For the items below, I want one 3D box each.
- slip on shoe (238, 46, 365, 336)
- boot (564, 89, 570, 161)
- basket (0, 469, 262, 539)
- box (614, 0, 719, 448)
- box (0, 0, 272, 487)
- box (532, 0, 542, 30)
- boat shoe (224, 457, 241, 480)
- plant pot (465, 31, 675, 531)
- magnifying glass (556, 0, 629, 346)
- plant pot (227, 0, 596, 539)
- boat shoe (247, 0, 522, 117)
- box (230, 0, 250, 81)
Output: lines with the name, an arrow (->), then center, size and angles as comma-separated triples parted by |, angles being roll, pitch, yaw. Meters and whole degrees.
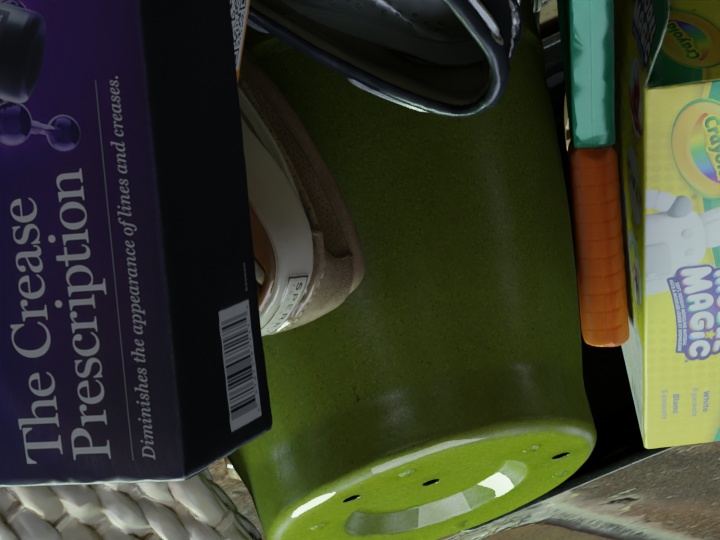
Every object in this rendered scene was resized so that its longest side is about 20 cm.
slip on shoe -> -0.067, -0.065, 0.792 | 0.060, 0.200, 0.076 | -11, 147, -49
boot -> 0.116, -0.137, 0.955 | 0.074, 0.108, 0.201 | 6, 133, 0
basket -> -0.153, 0.116, 0.866 | 0.198, 0.160, 0.200 | -46, 132, -15
box -> 0.121, -0.045, 0.887 | 0.048, 0.118, 0.201 | -7, 129, 1
box -> -0.111, -0.042, 0.666 | 0.140, 0.202, 0.079 | -4, -174, 19
box -> -0.026, -0.116, 0.911 | 0.198, 0.050, 0.160 | -17, 158, -3
boat shoe -> -0.074, 0.020, 1.017 | 0.064, 0.201, 0.072 | -12, 133, -7
plant pot -> 0.121, -0.002, 1.157 | 0.199, 0.201, 0.177 | -24, 172, 15
magnifying glass -> 0.087, -0.069, 0.872 | 0.022, 0.202, 0.080 | -4, -162, 1
plant pot -> 0.000, 0.000, 0.883 | 0.199, 0.194, 0.201 | -15, 160, -6
boat shoe -> -0.029, -0.118, 0.758 | 0.199, 0.061, 0.076 | 24, 130, -17
box -> -0.099, -0.062, 0.728 | 0.118, 0.202, 0.041 | 13, -165, 13
